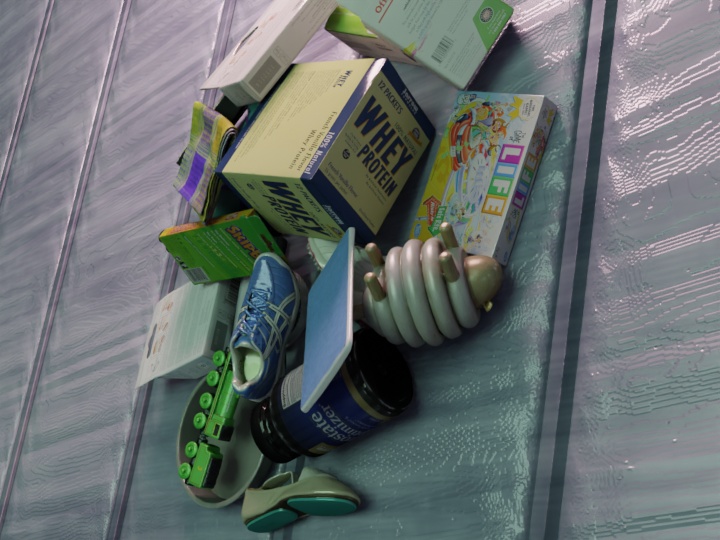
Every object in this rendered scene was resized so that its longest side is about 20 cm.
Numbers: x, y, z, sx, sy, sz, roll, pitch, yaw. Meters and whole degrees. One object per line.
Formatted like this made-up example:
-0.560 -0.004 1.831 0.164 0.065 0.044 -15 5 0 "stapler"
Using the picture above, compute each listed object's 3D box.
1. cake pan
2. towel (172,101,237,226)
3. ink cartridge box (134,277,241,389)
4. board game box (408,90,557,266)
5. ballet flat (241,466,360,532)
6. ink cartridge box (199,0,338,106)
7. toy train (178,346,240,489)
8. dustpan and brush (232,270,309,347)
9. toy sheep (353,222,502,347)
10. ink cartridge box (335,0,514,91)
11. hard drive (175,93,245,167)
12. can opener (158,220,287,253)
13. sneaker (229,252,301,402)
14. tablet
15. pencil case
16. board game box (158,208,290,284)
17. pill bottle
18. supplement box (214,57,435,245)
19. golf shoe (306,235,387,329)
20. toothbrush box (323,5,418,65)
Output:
-0.188 0.236 1.227 0.199 0.037 0.202 -17 63 37 "cake pan"
-0.228 -0.160 1.243 0.200 0.023 0.145 44 118 57 "towel"
-0.266 0.095 1.332 0.199 0.047 0.161 -28 45 41 "ink cartridge box"
0.148 -0.117 1.050 0.134 0.034 0.202 15 85 44 "board game box"
-0.079 0.283 1.093 0.199 0.069 0.070 -24 59 35 "ballet flat"
-0.132 -0.326 1.248 0.201 0.045 0.176 -54 26 -12 "ink cartridge box"
-0.200 0.206 1.197 0.056 0.042 0.202 12 83 35 "toy train"
-0.097 0.055 1.209 0.199 0.057 0.141 -7 71 48 "dustpan and brush"
0.068 0.025 0.996 0.198 0.138 0.139 -12 65 19 "toy sheep"
0.079 -0.331 1.091 0.199 0.067 0.118 34 100 0 "ink cartridge box"
-0.212 -0.254 1.380 0.200 0.038 0.140 -49 9 21 "hard drive"
-0.207 -0.055 1.289 0.198 0.064 0.079 -1 49 8 "can opener"
-0.129 0.075 1.143 0.075 0.077 0.202 2 85 20 "sneaker"
-0.036 0.055 1.014 0.131 0.014 0.201 -57 22 37 "tablet"
-0.180 -0.161 1.336 0.092 0.085 0.201 36 100 31 "pencil case"
-0.191 -0.032 1.226 0.199 0.096 0.030 -7 37 38 "board game box"
-0.041 0.162 1.066 0.199 0.111 0.113 -34 54 30 "pill bottle"
-0.046 -0.159 1.138 0.199 0.134 0.201 9 62 44 "supplement box"
0.000 0.000 1.129 0.091 0.075 0.200 -41 51 4 "golf shoe"
0.056 -0.405 1.209 0.145 0.086 0.202 25 91 45 "toothbrush box"
